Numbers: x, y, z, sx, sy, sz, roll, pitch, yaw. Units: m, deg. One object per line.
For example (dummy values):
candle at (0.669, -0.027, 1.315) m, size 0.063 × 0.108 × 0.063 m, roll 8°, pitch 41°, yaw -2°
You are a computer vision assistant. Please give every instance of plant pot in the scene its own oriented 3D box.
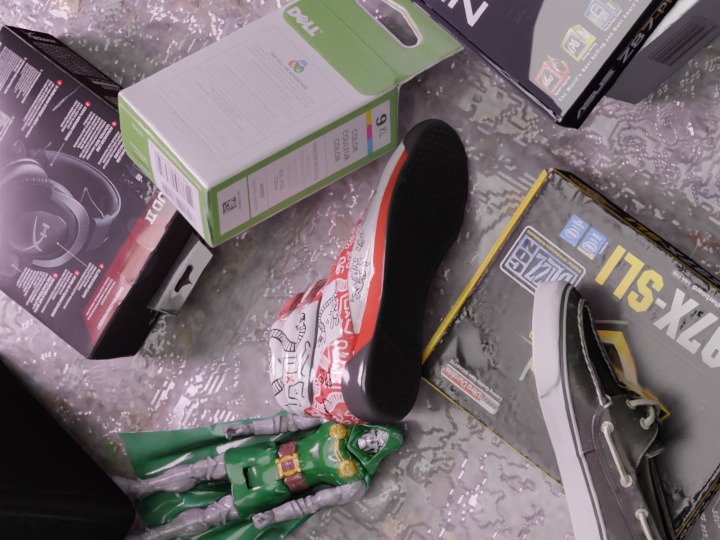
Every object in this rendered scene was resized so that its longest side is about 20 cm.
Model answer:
plant pot at (-0.303, 0.169, 1.566) m, size 0.199 × 0.177 × 0.201 m, roll 41°, pitch 103°, yaw 36°

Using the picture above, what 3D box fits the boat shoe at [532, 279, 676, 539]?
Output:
boat shoe at (0.152, 0.100, 1.434) m, size 0.063 × 0.071 × 0.202 m, roll -13°, pitch 94°, yaw 22°

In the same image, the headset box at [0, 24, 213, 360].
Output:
headset box at (-0.187, -0.046, 1.604) m, size 0.199 × 0.077 × 0.149 m, roll 35°, pitch 102°, yaw 16°

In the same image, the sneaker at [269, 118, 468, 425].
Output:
sneaker at (-0.001, 0.000, 1.537) m, size 0.107 × 0.067 × 0.203 m, roll -4°, pitch 67°, yaw 47°

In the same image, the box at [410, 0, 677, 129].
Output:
box at (0.122, -0.208, 1.378) m, size 0.161 × 0.049 × 0.200 m, roll 43°, pitch 103°, yaw 18°

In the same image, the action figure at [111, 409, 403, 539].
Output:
action figure at (-0.064, 0.134, 1.573) m, size 0.199 × 0.055 × 0.119 m, roll -19°, pitch 81°, yaw 16°

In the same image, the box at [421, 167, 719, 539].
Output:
box at (0.156, 0.057, 1.491) m, size 0.200 × 0.049 × 0.160 m, roll 38°, pitch 101°, yaw 17°

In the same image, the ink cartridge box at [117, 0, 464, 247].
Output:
ink cartridge box at (-0.043, -0.107, 1.523) m, size 0.199 × 0.060 × 0.104 m, roll -30°, pitch 55°, yaw -21°

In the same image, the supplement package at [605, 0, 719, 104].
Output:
supplement package at (0.137, -0.217, 1.461) m, size 0.117 × 0.117 × 0.201 m, roll -40°, pitch 78°, yaw 16°
